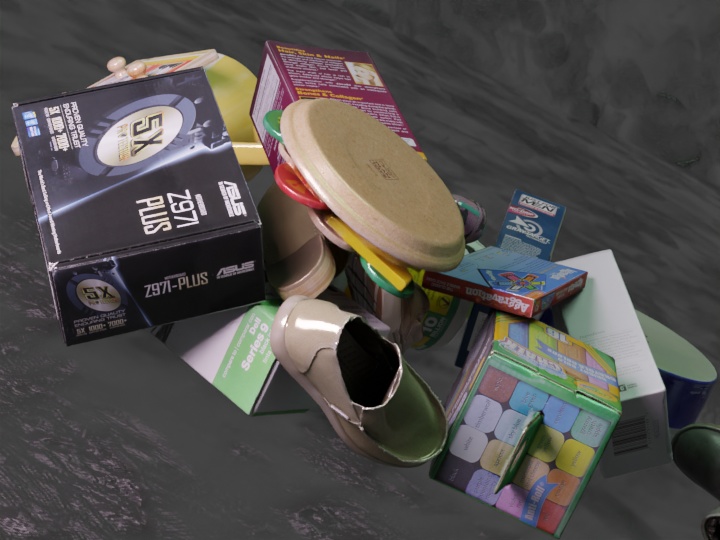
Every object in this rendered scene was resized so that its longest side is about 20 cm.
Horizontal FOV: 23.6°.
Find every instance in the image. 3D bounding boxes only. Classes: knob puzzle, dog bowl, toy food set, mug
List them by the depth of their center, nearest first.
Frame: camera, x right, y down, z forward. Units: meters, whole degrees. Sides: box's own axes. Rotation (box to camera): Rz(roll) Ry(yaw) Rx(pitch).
[{"bbox_3d":[0.004,-0.068,1.423,0.200,0.049,0.198,44,24,2],"label":"toy food set"},{"bbox_3d":[-0.262,-0.172,1.696,0.220,0.218,0.031,-99,165,-71],"label":"knob puzzle"},{"bbox_3d":[-0.167,-0.141,1.734,0.150,0.186,0.153,58,25,-6],"label":"mug"},{"bbox_3d":[0.276,0.099,1.836,0.199,0.079,0.200,25,16,-8],"label":"dog bowl"}]

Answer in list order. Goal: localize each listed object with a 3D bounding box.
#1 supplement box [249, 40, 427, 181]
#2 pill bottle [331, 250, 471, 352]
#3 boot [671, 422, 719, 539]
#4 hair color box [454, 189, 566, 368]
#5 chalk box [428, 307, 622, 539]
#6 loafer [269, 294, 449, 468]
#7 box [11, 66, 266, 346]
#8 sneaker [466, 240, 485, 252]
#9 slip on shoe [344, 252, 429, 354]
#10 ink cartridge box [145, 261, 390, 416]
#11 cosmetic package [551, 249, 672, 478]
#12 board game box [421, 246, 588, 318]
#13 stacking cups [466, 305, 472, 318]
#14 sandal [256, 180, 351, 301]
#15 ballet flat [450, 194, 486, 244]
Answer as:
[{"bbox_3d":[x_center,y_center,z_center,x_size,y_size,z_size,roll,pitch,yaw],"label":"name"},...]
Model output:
[{"bbox_3d":[-0.025,-0.126,1.619,0.109,0.086,0.201,4,35,-22],"label":"supplement box"},{"bbox_3d":[0.000,0.000,1.642,0.199,0.113,0.113,19,17,-28],"label":"pill bottle"},{"bbox_3d":[0.345,0.220,1.608,0.181,0.073,0.200,31,23,21],"label":"boot"},{"bbox_3d":[0.154,0.014,1.751,0.060,0.101,0.200,19,35,5],"label":"hair color box"},{"bbox_3d":[0.139,0.129,1.438,0.123,0.125,0.200,25,16,-1],"label":"chalk box"},{"bbox_3d":[0.009,0.093,1.335,0.068,0.076,0.200,6,-28,48],"label":"loafer"},{"bbox_3d":[-0.176,-0.055,1.358,0.162,0.087,0.201,-12,46,-11],"label":"box"},{"bbox_3d":[0.073,-0.036,1.963,0.199,0.074,0.089,36,15,-2],"label":"sneaker"},{"bbox_3d":[0.029,0.027,1.509,0.076,0.060,0.200,61,-11,24],"label":"slip on shoe"},{"bbox_3d":[-0.099,0.031,1.435,0.199,0.085,0.145,36,19,29],"label":"ink cartridge box"},{"bbox_3d":[0.235,0.086,1.644,0.071,0.102,0.201,-14,42,1],"label":"cosmetic package"},{"bbox_3d":[0.135,0.008,1.572,0.102,0.020,0.200,14,12,19],"label":"board game box"},{"bbox_3d":[0.085,0.006,1.856,0.199,0.061,0.061,28,16,3],"label":"stacking cups"},{"bbox_3d":[-0.040,-0.014,1.435,0.070,0.077,0.212,54,13,-25],"label":"sandal"},{"bbox_3d":[0.034,-0.046,1.747,0.199,0.070,0.071,-12,-37,38],"label":"ballet flat"}]
